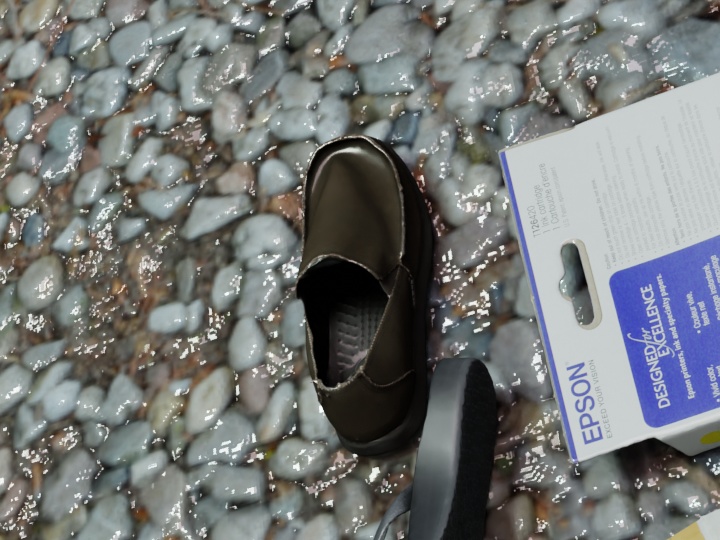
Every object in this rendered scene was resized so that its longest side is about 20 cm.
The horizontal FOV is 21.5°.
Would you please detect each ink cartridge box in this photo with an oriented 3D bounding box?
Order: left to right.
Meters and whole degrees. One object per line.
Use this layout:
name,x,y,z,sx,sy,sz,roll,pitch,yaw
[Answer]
ink cartridge box,0.187,-0.009,0.990,0.198,0.047,0.199,-21,57,16

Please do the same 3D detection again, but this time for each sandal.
sandal,0.033,0.139,0.966,0.042,0.076,0.202,-3,51,22

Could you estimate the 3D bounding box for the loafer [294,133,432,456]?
loafer,0.000,0.000,1.057,0.072,0.071,0.202,-18,56,16

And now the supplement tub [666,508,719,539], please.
supplement tub,0.147,0.194,0.828,0.199,0.145,0.145,-33,53,6
